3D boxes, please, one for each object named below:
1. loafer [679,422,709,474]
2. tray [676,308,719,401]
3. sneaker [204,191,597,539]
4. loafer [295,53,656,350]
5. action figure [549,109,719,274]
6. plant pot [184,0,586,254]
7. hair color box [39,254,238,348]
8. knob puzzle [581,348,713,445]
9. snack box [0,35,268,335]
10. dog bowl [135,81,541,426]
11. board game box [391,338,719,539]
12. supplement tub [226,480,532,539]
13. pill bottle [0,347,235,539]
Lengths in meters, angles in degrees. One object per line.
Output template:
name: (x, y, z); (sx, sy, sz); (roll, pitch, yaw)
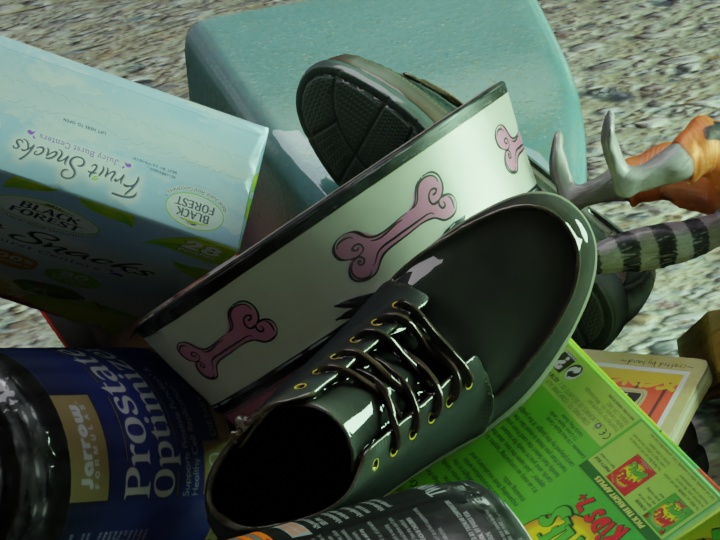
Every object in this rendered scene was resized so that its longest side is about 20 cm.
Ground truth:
loafer: (0.073, 0.070, 1.402); (0.199, 0.072, 0.073); (0, 18, 25)
tray: (0.210, 0.035, 1.395); (0.098, 0.037, 0.200); (-10, -6, 1)
sneaker: (0.021, 0.043, 1.148); (0.200, 0.075, 0.106); (-44, -4, -5)
loafer: (0.057, -0.038, 1.411); (0.200, 0.072, 0.063); (41, 43, 11)
action figure: (0.186, -0.026, 1.369); (0.192, 0.105, 0.200); (9, -17, -9)
plant pot: (0.032, -0.019, 1.538); (0.194, 0.198, 0.200); (-12, 35, -14)
hair color box: (-0.090, 0.036, 1.468); (0.101, 0.061, 0.200); (-39, 38, -3)
knob puzzle: (0.039, 0.093, 1.291); (0.218, 0.031, 0.220); (-14, 35, 10)
snack box: (-0.156, -0.040, 1.343); (0.168, 0.068, 0.200); (18, -19, -16)
dog bowl: (0.000, 0.000, 1.295); (0.199, 0.074, 0.200); (-33, 1, 1)
board game box: (0.073, 0.089, 1.200); (0.101, 0.048, 0.200); (-34, 36, -5)
supplement tub: (-0.031, 0.157, 1.060); (0.199, 0.123, 0.122); (-14, 17, -19)
pill bottle: (-0.149, 0.090, 1.280); (0.111, 0.113, 0.199); (3, 1, 34)
